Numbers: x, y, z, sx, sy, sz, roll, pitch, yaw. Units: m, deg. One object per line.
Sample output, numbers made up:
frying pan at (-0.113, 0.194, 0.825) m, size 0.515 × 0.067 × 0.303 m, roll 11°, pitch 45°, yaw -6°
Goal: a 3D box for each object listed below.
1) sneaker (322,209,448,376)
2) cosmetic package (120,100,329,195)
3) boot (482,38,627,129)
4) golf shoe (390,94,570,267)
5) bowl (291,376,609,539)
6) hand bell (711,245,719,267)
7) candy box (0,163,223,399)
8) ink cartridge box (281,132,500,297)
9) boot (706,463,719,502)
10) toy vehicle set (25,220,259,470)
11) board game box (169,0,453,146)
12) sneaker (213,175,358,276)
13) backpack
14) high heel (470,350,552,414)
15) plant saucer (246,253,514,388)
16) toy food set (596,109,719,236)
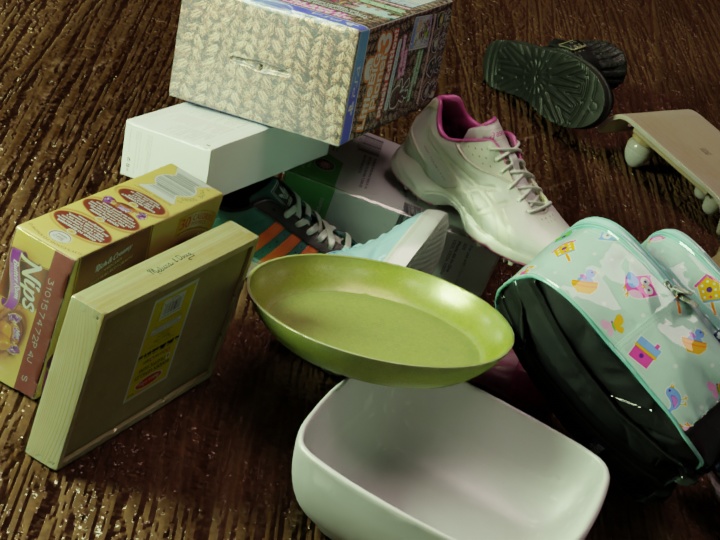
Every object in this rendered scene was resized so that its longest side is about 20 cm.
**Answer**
sneaker at (0.000, 0.000, 1.457) m, size 0.082 × 0.074 × 0.200 m, roll 28°, pitch 43°, yaw 17°
cosmetic package at (-0.105, -0.107, 1.478) m, size 0.083 × 0.051 × 0.200 m, roll 18°, pitch 22°, yaw 24°
boot at (0.264, -0.225, 2.128) m, size 0.158 × 0.079 × 0.211 m, roll 0°, pitch 25°, yaw -38°
golf shoe at (0.115, -0.073, 1.520) m, size 0.200 × 0.092 × 0.075 m, roll 36°, pitch 32°, yaw 21°
bowl at (0.057, 0.154, 1.236) m, size 0.200 × 0.075 × 0.200 m, roll 27°, pitch 25°, yaw 13°
hand bell at (0.297, 0.028, 1.692) m, size 0.200 × 0.104 × 0.104 m, roll -12°, pitch 39°, yaw -30°
candy box at (-0.185, 0.003, 1.301) m, size 0.056 × 0.117 × 0.200 m, roll 29°, pitch 25°, yaw 15°
ink cartridge box at (0.026, -0.049, 1.606) m, size 0.200 × 0.084 × 0.146 m, roll 21°, pitch 26°, yaw -1°
boot at (0.314, 0.144, 1.432) m, size 0.096 × 0.074 × 0.200 m, roll 33°, pitch 20°, yaw -26°
toy vehicle set at (-0.146, 0.047, 1.233) m, size 0.027 × 0.124 × 0.200 m, roll 29°, pitch 26°, yaw 17°
board game box at (-0.038, -0.188, 1.511) m, size 0.159 × 0.097 × 0.200 m, roll 18°, pitch 22°, yaw 20°
sneaker at (-0.064, -0.033, 1.505) m, size 0.200 × 0.080 × 0.071 m, roll 16°, pitch 23°, yaw -6°
backpack at (0.203, 0.053, 1.350) m, size 0.200 × 0.153 × 0.176 m, roll 42°, pitch -17°, yaw 5°
high heel at (0.174, 0.063, 1.515) m, size 0.096 × 0.067 × 0.200 m, roll 21°, pitch 38°, yaw 24°
plant saucer at (0.012, 0.040, 1.317) m, size 0.200 × 0.031 × 0.200 m, roll 11°, pitch 20°, yaw -4°
toy food set at (0.379, -0.112, 2.052) m, size 0.143 × 0.060 × 0.200 m, roll -8°, pitch 46°, yaw -47°
